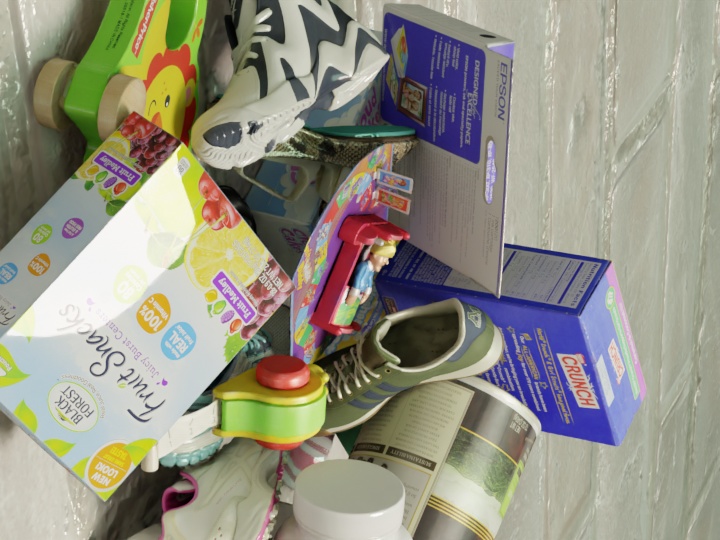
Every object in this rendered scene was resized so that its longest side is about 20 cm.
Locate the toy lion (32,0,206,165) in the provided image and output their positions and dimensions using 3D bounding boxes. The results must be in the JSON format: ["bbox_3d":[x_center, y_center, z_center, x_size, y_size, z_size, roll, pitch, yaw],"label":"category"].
[{"bbox_3d":[-0.152,-0.134,1.408,0.192,0.068,0.201,57,48,-69],"label":"toy lion"}]

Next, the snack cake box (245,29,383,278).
[{"bbox_3d":[-0.021,-0.098,1.719,0.115,0.067,0.201,66,42,-57],"label":"snack cake box"}]

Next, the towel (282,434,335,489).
[{"bbox_3d":[-0.039,0.095,1.828,0.201,0.030,0.146,-70,156,-17],"label":"towel"}]

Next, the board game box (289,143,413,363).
[{"bbox_3d":[0.000,0.000,1.594,0.158,0.039,0.200,-54,160,-33],"label":"board game box"}]

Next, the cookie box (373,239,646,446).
[{"bbox_3d":[0.132,0.058,1.734,0.075,0.199,0.172,-57,143,-34],"label":"cookie box"}]

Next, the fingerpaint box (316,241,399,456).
[{"bbox_3d":[0.032,0.056,1.839,0.200,0.073,0.167,-63,148,-26],"label":"fingerpaint box"}]

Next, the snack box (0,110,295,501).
[{"bbox_3d":[-0.160,0.026,1.322,0.200,0.068,0.169,-48,136,-10],"label":"snack box"}]

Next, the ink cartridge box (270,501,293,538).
[{"bbox_3d":[-0.098,0.315,1.726,0.145,0.087,0.201,-51,147,-49],"label":"ink cartridge box"}]

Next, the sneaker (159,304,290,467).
[{"bbox_3d":[-0.102,0.072,1.580,0.200,0.077,0.087,-47,153,-49],"label":"sneaker"}]

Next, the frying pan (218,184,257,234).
[{"bbox_3d":[-0.107,0.013,1.628,0.115,0.031,0.190,-60,151,-30],"label":"frying pan"}]

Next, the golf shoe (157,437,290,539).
[{"bbox_3d":[-0.104,0.164,1.566,0.200,0.091,0.076,-78,180,-65],"label":"golf shoe"}]

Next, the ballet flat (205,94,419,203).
[{"bbox_3d":[-0.043,-0.091,1.597,0.199,0.068,0.076,6,95,-37],"label":"ballet flat"}]

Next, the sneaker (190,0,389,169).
[{"bbox_3d":[-0.082,-0.164,1.506,0.199,0.130,0.080,-35,170,-35],"label":"sneaker"}]

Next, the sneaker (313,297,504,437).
[{"bbox_3d":[0.014,0.071,1.637,0.090,0.199,0.067,53,18,-63],"label":"sneaker"}]

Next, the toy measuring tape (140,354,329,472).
[{"bbox_3d":[-0.081,0.113,1.510,0.200,0.073,0.074,-27,127,-52],"label":"toy measuring tape"}]

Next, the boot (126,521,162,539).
[{"bbox_3d":[-0.107,0.255,1.589,0.072,0.144,0.200,-44,170,31],"label":"boot"}]

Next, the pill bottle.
[{"bbox_3d":[-0.016,0.254,1.547,0.112,0.112,0.201,-37,137,-58],"label":"pill bottle"}]

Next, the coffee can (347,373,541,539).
[{"bbox_3d":[0.050,0.195,1.700,0.201,0.146,0.146,-66,155,-18],"label":"coffee can"}]

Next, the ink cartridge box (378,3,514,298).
[{"bbox_3d":[0.079,-0.102,1.633,0.043,0.200,0.199,-9,113,-28],"label":"ink cartridge box"}]
